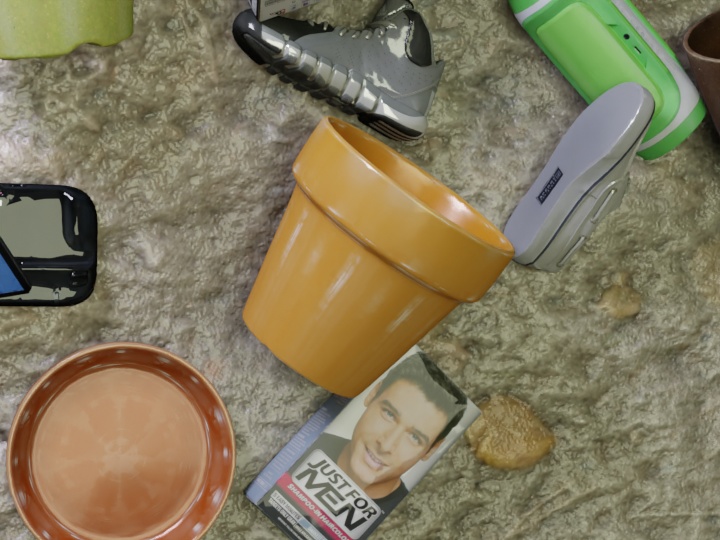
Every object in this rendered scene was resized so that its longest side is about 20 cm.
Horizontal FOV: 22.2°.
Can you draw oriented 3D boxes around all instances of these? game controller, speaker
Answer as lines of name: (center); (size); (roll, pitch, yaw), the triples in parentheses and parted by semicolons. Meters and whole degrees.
game controller: (-0.322, -0.023, 1.556); (0.199, 0.042, 0.105); (1, 79, -15)
speaker: (0.223, -0.197, 1.660); (0.088, 0.088, 0.200); (-44, 103, -8)

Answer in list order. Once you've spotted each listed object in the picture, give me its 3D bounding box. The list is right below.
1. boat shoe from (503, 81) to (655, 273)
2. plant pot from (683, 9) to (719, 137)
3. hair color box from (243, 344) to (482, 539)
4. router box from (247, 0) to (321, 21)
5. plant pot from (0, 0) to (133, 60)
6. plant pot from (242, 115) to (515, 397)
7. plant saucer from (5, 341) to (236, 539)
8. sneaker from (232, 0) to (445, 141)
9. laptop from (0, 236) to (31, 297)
boat shoe: (0.208, -0.078, 1.645); (0.065, 0.072, 0.200); (22, 113, -29)
plant pot: (0.406, -0.135, 1.679); (0.186, 0.187, 0.201); (-22, 114, -12)
hair color box: (0.002, 0.162, 1.636); (0.099, 0.061, 0.200); (45, 81, -13)
router box: (-0.024, -0.314, 1.573); (0.199, 0.051, 0.150); (-20, 69, -13)
plant pot: (-0.260, -0.272, 1.487); (0.199, 0.200, 0.185); (-10, 107, -14)
plant pot: (0.000, 0.000, 1.569); (0.200, 0.200, 0.184); (33, 100, -14)
plant saucer: (-0.208, 0.161, 1.596); (0.199, 0.032, 0.202); (-1, 94, -14)
sneaker: (-0.011, -0.206, 1.611); (0.199, 0.075, 0.116); (29, 80, -23)
laptop: (-0.395, -0.010, 1.447); (0.200, 0.103, 0.178); (-35, 117, -11)
